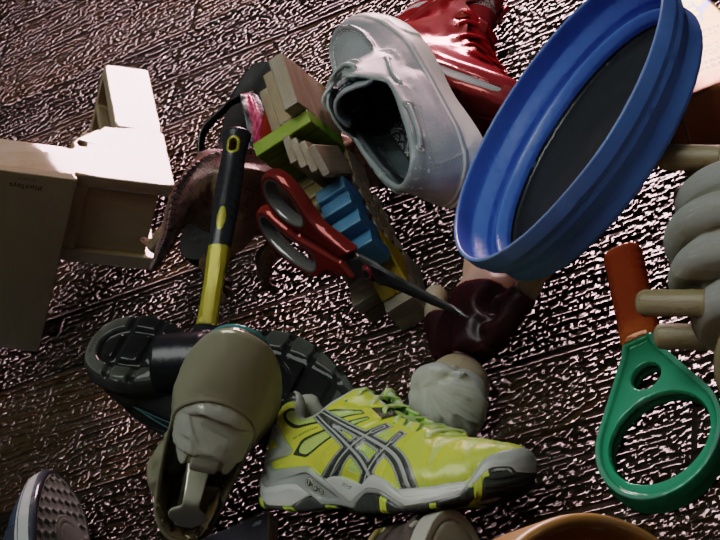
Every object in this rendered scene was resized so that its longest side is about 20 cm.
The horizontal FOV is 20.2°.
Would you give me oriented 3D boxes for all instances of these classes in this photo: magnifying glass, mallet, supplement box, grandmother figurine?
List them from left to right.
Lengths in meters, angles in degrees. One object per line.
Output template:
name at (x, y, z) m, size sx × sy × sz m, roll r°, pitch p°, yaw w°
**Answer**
mallet at (-0.085, -0.007, 1.334) m, size 0.065 × 0.041 × 0.201 m, roll 7°, pitch 61°, yaw 14°
grandmother figurine at (0.081, 0.019, 1.279) m, size 0.121 × 0.060 × 0.201 m, roll -36°, pitch 28°, yaw 58°
magnifying glass at (0.168, 0.058, 1.183) m, size 0.079 × 0.022 × 0.201 m, roll -26°, pitch 38°, yaw 20°
supplement box at (0.205, -0.121, 1.259) m, size 0.066 × 0.069 × 0.200 m, roll -21°, pitch 24°, yaw 0°

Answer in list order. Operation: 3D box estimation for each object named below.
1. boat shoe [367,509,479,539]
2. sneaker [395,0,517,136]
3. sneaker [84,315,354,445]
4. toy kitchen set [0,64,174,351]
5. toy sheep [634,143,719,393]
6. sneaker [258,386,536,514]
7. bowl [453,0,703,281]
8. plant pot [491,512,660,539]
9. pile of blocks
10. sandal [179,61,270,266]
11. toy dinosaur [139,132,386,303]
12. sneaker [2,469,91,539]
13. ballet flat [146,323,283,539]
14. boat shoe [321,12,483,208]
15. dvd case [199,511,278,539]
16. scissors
boat shoe at (0.006, 0.221, 1.122) m, size 0.059 × 0.072 × 0.201 m, roll -13°, pitch 41°, yaw 42°
sneaker at (0.078, -0.165, 1.452) m, size 0.116 × 0.078 × 0.200 m, roll -51°, pitch 38°, yaw -11°
sneaker at (-0.087, 0.082, 1.354) m, size 0.199 × 0.080 × 0.076 m, roll 13°, pitch 54°, yaw 25°
toy kitchen set at (-0.269, -0.056, 1.597) m, size 0.181 × 0.199 × 0.164 m, roll -108°, pitch 30°, yaw -52°
toy sheep at (0.227, -0.017, 1.114) m, size 0.137 × 0.138 × 0.201 m, roll -7°, pitch 64°, yaw 38°
sneaker at (0.016, 0.107, 1.207) m, size 0.199 × 0.075 × 0.077 m, roll -4°, pitch 81°, yaw 38°
bowl at (0.129, -0.083, 1.195) m, size 0.201 × 0.039 × 0.201 m, roll -52°, pitch 17°, yaw 23°
plant pot at (0.063, 0.235, 0.970) m, size 0.183 × 0.200 × 0.201 m, roll -27°, pitch 35°, yaw 45°
pile of blocks at (-0.027, -0.043, 1.355) m, size 0.062 × 0.082 × 0.201 m, roll -32°, pitch 79°, yaw 18°
sandal at (-0.097, -0.094, 1.562) m, size 0.075 × 0.045 × 0.201 m, roll -13°, pitch 45°, yaw 35°
toy dinosaur at (-0.077, -0.060, 1.424) m, size 0.086 × 0.199 × 0.136 m, roll 46°, pitch 128°, yaw 30°
sneaker at (-0.256, 0.232, 1.342) m, size 0.145 × 0.077 × 0.203 m, roll -22°, pitch 41°, yaw 20°
ballet flat at (-0.095, 0.111, 1.263) m, size 0.200 × 0.069 × 0.070 m, roll 113°, pitch 175°, yaw -53°
boat shoe at (0.015, -0.115, 1.361) m, size 0.201 × 0.071 × 0.070 m, roll 57°, pitch 130°, yaw 45°
dvd case at (-0.117, 0.253, 1.245) m, size 0.148 × 0.016 × 0.201 m, roll -24°, pitch 39°, yaw 21°
scissors at (0.000, 0.000, 1.302) m, size 0.014 × 0.073 × 0.200 m, roll -33°, pitch 53°, yaw -31°
